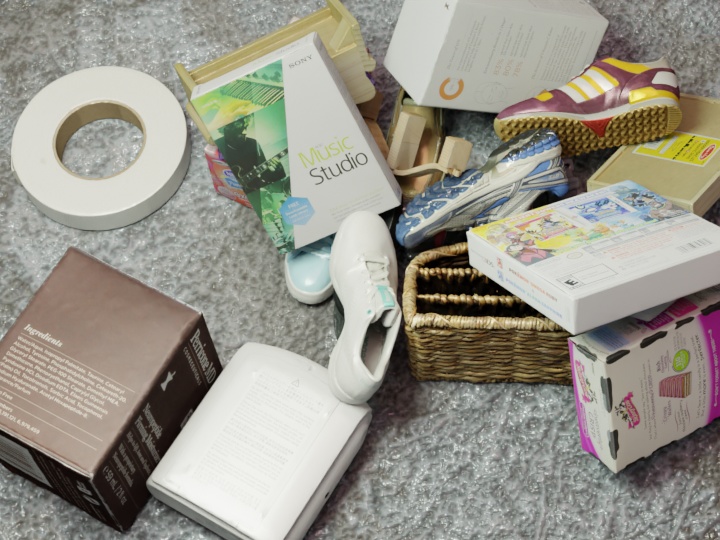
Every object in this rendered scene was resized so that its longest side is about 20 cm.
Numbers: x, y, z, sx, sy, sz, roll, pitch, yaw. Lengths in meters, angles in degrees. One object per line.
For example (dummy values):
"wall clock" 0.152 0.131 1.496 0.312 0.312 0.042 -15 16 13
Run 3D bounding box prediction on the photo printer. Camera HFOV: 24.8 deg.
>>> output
"photo printer" -0.095 0.177 1.658 0.166 0.069 0.200 27 67 15

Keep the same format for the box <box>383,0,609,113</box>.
"box" 0.146 -0.245 1.771 0.200 0.125 0.098 2 32 -30

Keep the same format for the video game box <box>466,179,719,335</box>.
"video game box" 0.233 -0.017 1.575 0.200 0.047 0.182 -17 31 -23

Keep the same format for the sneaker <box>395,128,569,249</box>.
"sneaker" 0.133 -0.066 1.704 0.200 0.077 0.085 -29 106 -5

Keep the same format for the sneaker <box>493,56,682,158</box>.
"sneaker" 0.242 -0.180 1.765 0.200 0.075 0.090 -5 55 6

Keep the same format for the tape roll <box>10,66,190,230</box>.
"tape roll" -0.293 -0.139 1.855 0.202 0.037 0.203 -2 63 4

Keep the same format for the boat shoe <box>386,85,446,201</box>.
"boat shoe" 0.062 -0.165 1.820 0.072 0.076 0.200 0 63 4

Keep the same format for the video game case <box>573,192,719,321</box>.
"video game case" 0.254 -0.018 1.648 0.200 0.023 0.182 18 35 38

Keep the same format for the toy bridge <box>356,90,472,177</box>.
"toy bridge" 0.049 -0.136 1.761 0.027 0.067 0.200 6 19 -35

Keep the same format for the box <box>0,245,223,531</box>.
"box" -0.264 0.120 1.646 0.164 0.166 0.200 26 68 17

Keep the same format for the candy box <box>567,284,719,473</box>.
"candy box" 0.306 0.094 1.613 0.200 0.137 0.061 -24 33 -22

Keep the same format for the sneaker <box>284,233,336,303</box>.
"sneaker" -0.039 -0.065 1.772 0.074 0.082 0.200 10 64 10

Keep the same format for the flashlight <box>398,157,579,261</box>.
"flashlight" 0.137 -0.063 1.773 0.200 0.068 0.068 -12 71 -8

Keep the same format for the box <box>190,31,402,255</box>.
"box" -0.064 -0.127 1.680 0.144 0.200 0.036 -23 23 15

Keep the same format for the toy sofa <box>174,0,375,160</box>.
"toy sofa" -0.089 -0.204 1.751 0.200 0.098 0.083 -27 41 -8

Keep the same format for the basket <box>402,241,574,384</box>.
"basket" 0.145 0.025 1.676 0.200 0.149 0.143 1 63 6

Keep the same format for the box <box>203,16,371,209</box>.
"box" -0.076 -0.166 1.820 0.102 0.095 0.200 26 67 16

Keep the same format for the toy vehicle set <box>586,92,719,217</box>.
"toy vehicle set" 0.345 -0.123 1.748 0.124 0.027 0.200 16 43 35

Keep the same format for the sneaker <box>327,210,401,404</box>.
"sneaker" 0.014 0.029 1.639 0.075 0.088 0.200 8 71 -19

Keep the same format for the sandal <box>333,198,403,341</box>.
"sandal" -0.001 -0.001 1.725 0.075 0.048 0.201 -2 79 37
